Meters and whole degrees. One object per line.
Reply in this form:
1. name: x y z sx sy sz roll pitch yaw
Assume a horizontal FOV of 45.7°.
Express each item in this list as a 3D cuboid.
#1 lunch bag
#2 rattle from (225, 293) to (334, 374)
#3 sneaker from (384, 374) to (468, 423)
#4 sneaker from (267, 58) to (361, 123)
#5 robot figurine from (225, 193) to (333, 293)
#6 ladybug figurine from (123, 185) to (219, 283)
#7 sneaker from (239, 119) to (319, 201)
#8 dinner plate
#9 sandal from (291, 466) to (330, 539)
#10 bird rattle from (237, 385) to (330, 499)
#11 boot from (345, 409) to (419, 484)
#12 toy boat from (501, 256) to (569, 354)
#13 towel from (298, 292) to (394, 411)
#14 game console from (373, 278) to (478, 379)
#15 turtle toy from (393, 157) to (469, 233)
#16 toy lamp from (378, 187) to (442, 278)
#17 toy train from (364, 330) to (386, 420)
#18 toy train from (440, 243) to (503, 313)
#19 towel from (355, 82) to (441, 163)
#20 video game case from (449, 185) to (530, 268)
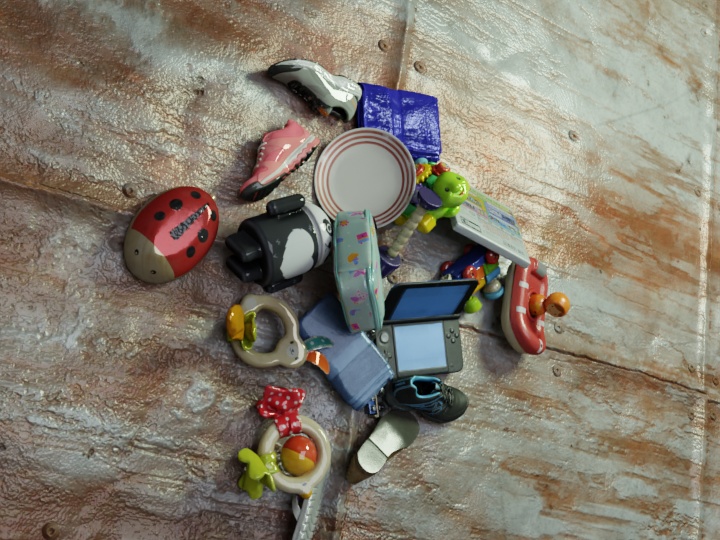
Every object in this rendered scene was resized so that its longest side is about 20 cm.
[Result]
1. lunch bag: 0.000 0.000 1.539 0.075 0.162 0.203 -7 51 7
2. rattle: -0.130 0.112 1.461 0.197 0.143 0.132 30 61 0
3. sneaker: 0.143 0.246 1.648 0.197 0.082 0.075 13 59 -35
4. sneaker: -0.086 -0.344 1.629 0.197 0.073 0.081 17 78 -28
5. robot figurine: -0.139 -0.046 1.511 0.197 0.150 0.127 -20 80 -33
6. ladybug figurine: -0.311 -0.067 1.444 0.136 0.072 0.201 46 62 -15
7. sneaker: -0.165 -0.204 1.569 0.087 0.074 0.200 46 57 -1
8. dinner plate: 0.009 -0.174 1.636 0.195 0.024 0.205 -1 76 6
9. sandal: -0.100 0.410 1.498 0.049 0.083 0.206 9 63 15
10. bird rattle: -0.127 0.302 1.472 0.161 0.113 0.202 29 57 -6
11. boot: 0.038 0.328 1.597 0.074 0.076 0.199 46 41 11
12. toy boat: 0.374 0.074 1.783 0.130 0.129 0.205 27 67 -49
13. towel: -0.033 0.149 1.571 0.111 0.048 0.201 -39 93 -19
14. game console: 0.131 0.114 1.645 0.196 0.118 0.175 -3 82 -26
15. turtle toy: 0.138 -0.155 1.660 0.146 0.198 0.102 -44 126 -19
16. toy lamp: 0.081 -0.066 1.617 0.057 0.202 0.059 23 32 -16
17. toy train: 0.014 0.183 1.618 0.045 0.034 0.205 -6 84 -28
18. toy train: 0.211 0.040 1.745 0.199 0.084 0.118 -36 117 -26
19. towel: 0.080 -0.299 1.732 0.196 0.049 0.152 3 81 -30
20. video game case: 0.254 -0.106 1.762 0.197 0.022 0.184 25 34 -25
